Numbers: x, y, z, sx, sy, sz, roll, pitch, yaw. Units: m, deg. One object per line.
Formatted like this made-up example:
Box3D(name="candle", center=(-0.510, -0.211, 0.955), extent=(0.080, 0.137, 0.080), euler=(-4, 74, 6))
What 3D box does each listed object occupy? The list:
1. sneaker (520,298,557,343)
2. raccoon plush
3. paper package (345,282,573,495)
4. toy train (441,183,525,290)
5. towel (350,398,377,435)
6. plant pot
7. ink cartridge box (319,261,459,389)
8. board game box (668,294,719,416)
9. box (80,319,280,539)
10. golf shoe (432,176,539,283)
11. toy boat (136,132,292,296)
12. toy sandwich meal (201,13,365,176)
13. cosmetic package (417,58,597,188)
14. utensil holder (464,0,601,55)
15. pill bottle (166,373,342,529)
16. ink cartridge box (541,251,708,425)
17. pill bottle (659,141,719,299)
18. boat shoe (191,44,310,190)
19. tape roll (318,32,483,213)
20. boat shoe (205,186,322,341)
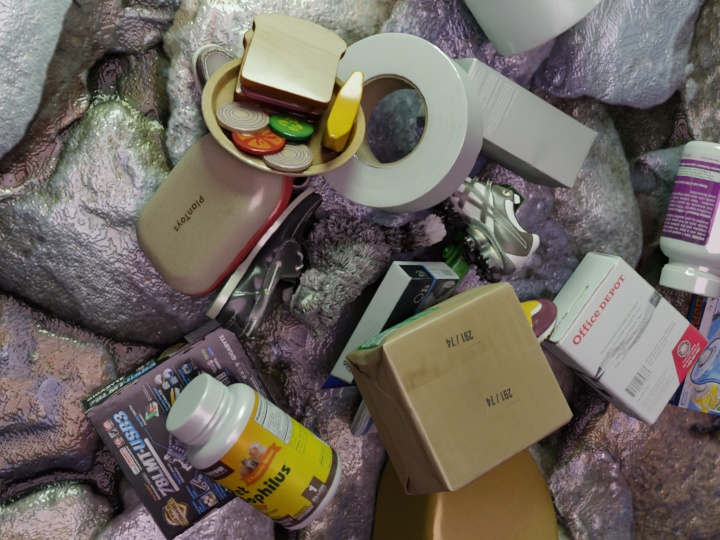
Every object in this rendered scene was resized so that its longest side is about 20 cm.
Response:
Box3D(name="sneaker", center=(0.167, 0.069, 1.365), extent=(0.199, 0.075, 0.091), euler=(-27, 112, -15))
Box3D(name="raccoon plush", center=(0.000, 0.000, 1.230), extent=(0.199, 0.135, 0.097), euler=(-21, 131, 22))
Box3D(name="paper package", center=(0.114, 0.134, 1.207), extent=(0.199, 0.103, 0.192), euler=(-25, 89, -29))
Box3D(name="toy train", center=(0.141, -0.029, 1.350), extent=(0.042, 0.056, 0.201), euler=(39, 84, -21))
Box3D(name="towel", center=(0.094, 0.163, 1.333), extent=(0.198, 0.024, 0.147), euler=(-1, 141, -22))
Box3D(name="plant pot", center=(0.130, 0.299, 1.326), extent=(0.192, 0.195, 0.202), euler=(-4, 98, -20))
Box3D(name="ink cartridge box", center=(0.035, 0.078, 1.277), extent=(0.099, 0.039, 0.201), euler=(-2, 129, -49))
Box3D(name="board game box", center=(0.531, 0.110, 1.526), extent=(0.134, 0.034, 0.202), euler=(13, 94, -21))
Box3D(name="box", center=(-0.199, 0.190, 1.264), extent=(0.198, 0.050, 0.201), euler=(-32, 108, -12))
Box3D(name="golf shoe", center=(0.144, -0.084, 1.304), extent=(0.094, 0.078, 0.201), euler=(-29, 77, -10))
Box3D(name="toy boat", center=(-0.153, -0.067, 1.209), extent=(0.200, 0.130, 0.131), euler=(-47, 71, 19))
Box3D(name="toy sandwich meal", center=(-0.078, -0.192, 1.149), extent=(0.203, 0.070, 0.206), euler=(8, 52, -11))
Box3D(name="cosmetic package", center=(0.184, -0.182, 1.316), extent=(0.199, 0.107, 0.091), euler=(23, 90, -23))
Box3D(name="utensil holder", center=(0.183, -0.384, 1.250), extent=(0.170, 0.170, 0.201), euler=(-39, 110, -10))
Box3D(name="pill bottle", center=(-0.124, 0.206, 1.212), extent=(0.200, 0.109, 0.110), euler=(39, 84, -22))
Box3D(name="ink cartridge box", center=(0.353, 0.091, 1.431), extent=(0.200, 0.083, 0.146), euler=(39, 85, -20))
Box3D(name="pill bottle", center=(0.475, -0.067, 1.437), extent=(0.111, 0.112, 0.202), euler=(13, 94, -21))
Box3D(name="boat shoe", center=(-0.124, -0.178, 1.228), extent=(0.072, 0.059, 0.201), euler=(-37, 109, -11))
Box3D(name="tape roll", center=(0.039, -0.169, 1.222), extent=(0.201, 0.071, 0.205), euler=(-1, 88, 22))
Box3D(name="boat shoe", center=(-0.098, -0.010, 1.218), extent=(0.067, 0.072, 0.201), euler=(35, 68, -4))
